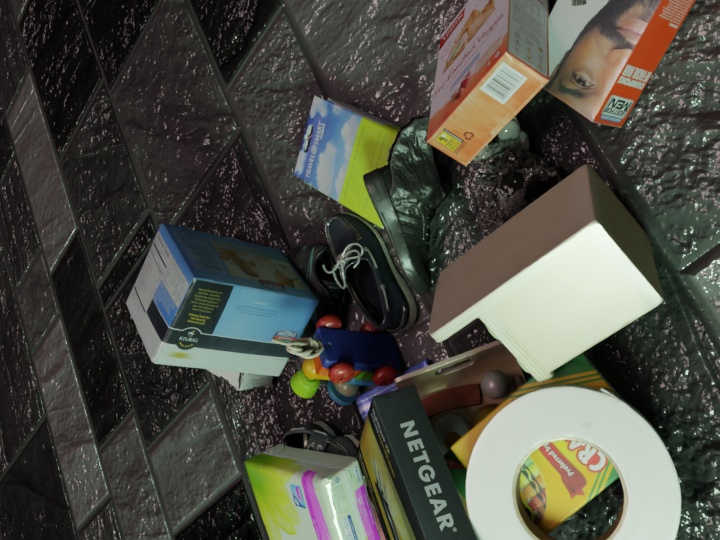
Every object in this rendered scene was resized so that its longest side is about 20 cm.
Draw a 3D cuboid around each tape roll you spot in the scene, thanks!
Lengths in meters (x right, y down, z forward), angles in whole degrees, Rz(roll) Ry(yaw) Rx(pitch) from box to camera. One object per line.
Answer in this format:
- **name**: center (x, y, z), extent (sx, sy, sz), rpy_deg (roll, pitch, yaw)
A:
- **tape roll**: center (0.199, 0.210, 0.780), extent (0.199, 0.037, 0.207), rpy_deg (-2, 85, 18)

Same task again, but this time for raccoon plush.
- **raccoon plush**: center (0.141, -0.080, 0.925), extent (0.134, 0.096, 0.202), rpy_deg (52, 126, 42)

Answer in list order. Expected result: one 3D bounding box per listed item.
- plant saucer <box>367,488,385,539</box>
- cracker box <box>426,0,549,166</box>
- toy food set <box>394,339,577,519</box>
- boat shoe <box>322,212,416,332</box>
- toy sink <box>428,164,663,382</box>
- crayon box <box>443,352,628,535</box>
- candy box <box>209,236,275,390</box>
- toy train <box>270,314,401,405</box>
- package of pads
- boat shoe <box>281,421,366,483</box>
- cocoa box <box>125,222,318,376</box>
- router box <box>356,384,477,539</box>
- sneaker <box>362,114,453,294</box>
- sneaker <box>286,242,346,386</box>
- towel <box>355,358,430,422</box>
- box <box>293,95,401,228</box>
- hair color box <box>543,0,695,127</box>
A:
- **plant saucer**: center (-0.023, 0.396, 1.126), extent (0.199, 0.050, 0.205), rpy_deg (2, 93, 46)
- **cracker box**: center (0.135, -0.228, 0.867), extent (0.134, 0.057, 0.202), rpy_deg (-46, 23, 43)
- **toy food set**: center (0.134, 0.192, 0.900), extent (0.141, 0.060, 0.203), rpy_deg (-21, 72, 7)
- **boat shoe**: center (0.000, 0.000, 1.088), extent (0.075, 0.061, 0.202), rpy_deg (-49, 57, 35)
- **toy sink**: center (0.180, 0.018, 0.809), extent (0.199, 0.131, 0.112), rpy_deg (-38, 106, 27)
- **crayon box**: center (0.183, 0.186, 0.833), extent (0.200, 0.051, 0.127), rpy_deg (-43, 75, 11)
- **candy box**: center (-0.195, 0.063, 1.288), extent (0.166, 0.071, 0.204), rpy_deg (20, 104, 44)
- **toy train**: center (-0.055, 0.121, 1.048), extent (0.116, 0.198, 0.086), rpy_deg (-47, 48, 38)
- **package of pads**: center (-0.056, 0.310, 1.038), extent (0.199, 0.068, 0.157), rpy_deg (-6, 103, 54)
- **boat shoe**: center (-0.049, 0.252, 1.104), extent (0.199, 0.061, 0.074), rpy_deg (-168, 77, -65)
- **cocoa box**: center (-0.182, 0.041, 1.083), extent (0.134, 0.198, 0.132), rpy_deg (49, 117, 43)
- **router box**: center (0.058, 0.248, 0.868), extent (0.158, 0.051, 0.202), rpy_deg (102, 151, -55)
- **sneaker**: center (0.073, -0.077, 1.001), extent (0.103, 0.060, 0.202), rpy_deg (-25, 104, 5)
- **sneaker**: center (-0.059, 0.059, 1.143), extent (0.079, 0.075, 0.204), rpy_deg (-19, 77, 42)
- **towel**: center (0.068, 0.233, 1.048), extent (0.144, 0.024, 0.203), rpy_deg (-34, 66, 40)
- **box**: center (-0.003, -0.148, 1.099), extent (0.199, 0.047, 0.124), rpy_deg (33, 113, 41)
- **hair color box**: center (0.257, -0.260, 0.815), extent (0.111, 0.063, 0.202), rpy_deg (45, 122, 36)
